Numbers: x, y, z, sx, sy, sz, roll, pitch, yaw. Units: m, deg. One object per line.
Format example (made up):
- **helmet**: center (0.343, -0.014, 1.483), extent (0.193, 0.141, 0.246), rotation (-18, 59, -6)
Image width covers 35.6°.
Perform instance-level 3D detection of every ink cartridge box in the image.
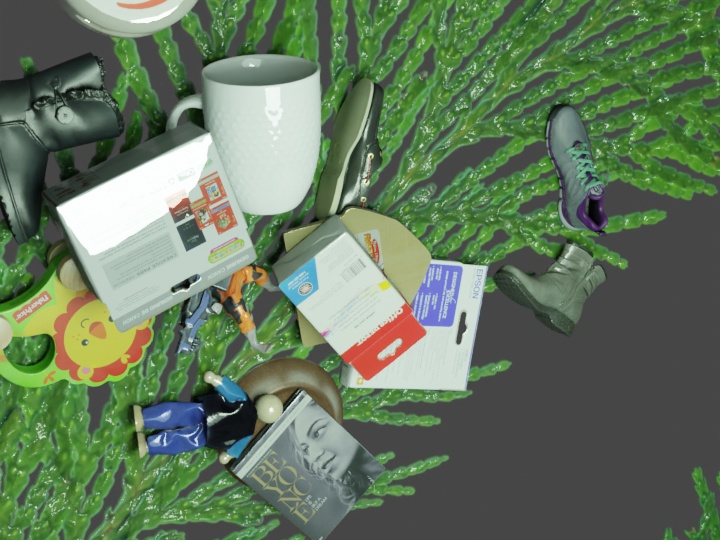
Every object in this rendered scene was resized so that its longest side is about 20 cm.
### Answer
- **ink cartridge box**: center (0.079, 0.077, 1.647), extent (0.199, 0.043, 0.200), rotation (5, 101, -26)
- **ink cartridge box**: center (-0.013, 0.040, 1.509), extent (0.116, 0.067, 0.200), rotation (-38, 118, 3)
- **ink cartridge box**: center (-0.247, -0.052, 1.338), extent (0.199, 0.084, 0.177), rotation (-28, 117, -18)

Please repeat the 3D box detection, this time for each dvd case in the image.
- **dvd case**: center (-0.072, 0.283, 1.601), extent (0.149, 0.016, 0.200), rotation (-48, 120, -8)

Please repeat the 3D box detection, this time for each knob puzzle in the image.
- **knob puzzle**: center (0.000, 0.000, 1.551), extent (0.218, 0.030, 0.221), rotation (-6, 114, -13)

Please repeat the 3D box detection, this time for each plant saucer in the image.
- **plant saucer**: center (-0.107, 0.224, 1.597), extent (0.199, 0.037, 0.202), rotation (-8, 107, -26)

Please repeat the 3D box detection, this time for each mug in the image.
- **mug**: center (-0.148, -0.168, 1.417), extent (0.198, 0.148, 0.177), rotation (1, 115, 3)

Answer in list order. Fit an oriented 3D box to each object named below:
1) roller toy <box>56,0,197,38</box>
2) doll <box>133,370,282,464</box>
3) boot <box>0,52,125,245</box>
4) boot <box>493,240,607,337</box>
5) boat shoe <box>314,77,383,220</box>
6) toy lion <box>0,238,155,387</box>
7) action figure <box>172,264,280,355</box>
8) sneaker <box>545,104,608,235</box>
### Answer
- **roller toy**: center (-0.273, -0.360, 1.288), extent (0.199, 0.140, 0.183), rotation (-34, 107, -11)
- **doll**: center (-0.202, 0.197, 1.508), extent (0.198, 0.048, 0.137), rotation (-7, 108, -13)
- **boot**: center (-0.360, -0.146, 1.336), extent (0.167, 0.076, 0.202), rotation (-17, 105, -19)
- **boot**: center (0.295, 0.005, 1.737), extent (0.200, 0.068, 0.131), rotation (36, 81, -38)
- **boat shoe**: center (-0.005, -0.159, 1.522), extent (0.063, 0.074, 0.203), rotation (9, 106, -27)
- **toy lion**: center (-0.365, 0.075, 1.411), extent (0.200, 0.069, 0.192), rotation (-37, 125, -14)
- **action figure**: center (-0.195, 0.038, 1.463), extent (0.193, 0.104, 0.201), rotation (35, 62, -26)
- **sneaker**: center (0.339, -0.152, 1.694), extent (0.074, 0.087, 0.201), rotation (-24, 114, -20)
